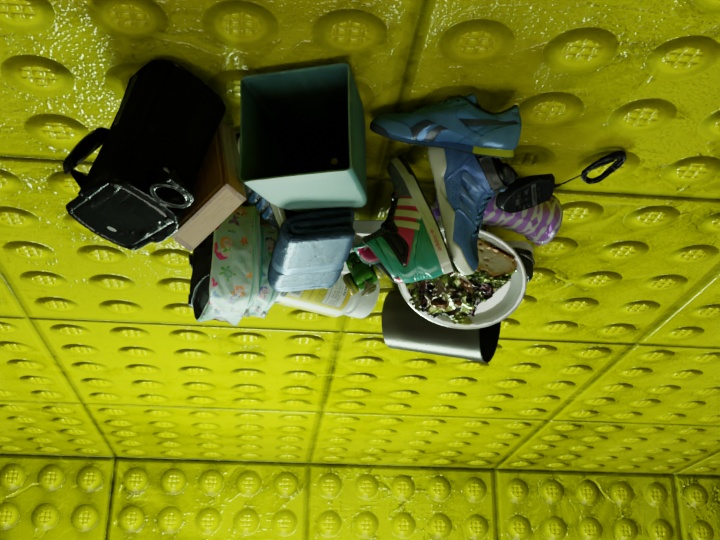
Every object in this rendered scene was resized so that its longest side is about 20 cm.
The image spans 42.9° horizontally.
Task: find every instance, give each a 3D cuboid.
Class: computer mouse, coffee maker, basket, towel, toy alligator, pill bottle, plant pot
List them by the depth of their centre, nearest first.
[{"bbox_3d":[-0.241,-0.145,1.116,0.192,0.200,0.135,-3,146,27],"label":"coffee maker"},{"bbox_3d":[-0.057,-0.154,1.199,0.141,0.142,0.200,-5,164,13],"label":"plant pot"},{"bbox_3d":[0.285,-0.134,1.315,0.199,0.034,0.059,-20,144,-3],"label":"computer mouse"},{"bbox_3d":[-0.073,-0.026,1.318,0.111,0.049,0.200,-6,159,-14],"label":"towel"},{"bbox_3d":[0.000,0.000,1.340,0.059,0.054,0.200,-31,-176,2],"label":"toy alligator"},{"bbox_3d":[-0.073,0.018,1.603,0.200,0.115,0.114,16,152,-30],"label":"pill bottle"},{"bbox_3d":[0.151,0.095,1.735,0.199,0.180,0.136,-1,124,22],"label":"basket"}]

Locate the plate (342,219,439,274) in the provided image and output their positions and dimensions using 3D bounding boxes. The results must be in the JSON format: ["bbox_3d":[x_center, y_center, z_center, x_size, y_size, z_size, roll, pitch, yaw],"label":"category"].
[{"bbox_3d":[0.010,-0.031,1.443,0.199,0.032,0.200,0,162,-9],"label":"plate"}]

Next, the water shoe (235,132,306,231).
[{"bbox_3d":[-0.140,-0.120,1.325,0.079,0.072,0.200,0,134,29],"label":"water shoe"}]

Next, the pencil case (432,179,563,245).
[{"bbox_3d":[0.207,-0.094,1.380,0.199,0.084,0.086,13,117,-22],"label":"pencil case"}]

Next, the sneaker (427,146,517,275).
[{"bbox_3d":[0.167,-0.098,1.269,0.111,0.201,0.077,-11,-174,14],"label":"sneaker"}]

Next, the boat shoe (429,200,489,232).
[{"bbox_3d":[0.177,-0.061,1.477,0.065,0.072,0.200,-28,141,20],"label":"boat shoe"}]

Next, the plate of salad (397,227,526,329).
[{"bbox_3d":[0.152,0.020,1.394,0.199,0.048,0.200,6,129,8],"label":"plate of salad"}]

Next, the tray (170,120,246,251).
[{"bbox_3d":[-0.200,-0.116,1.174,0.099,0.200,0.037,-42,122,15],"label":"tray"}]

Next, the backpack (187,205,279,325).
[{"bbox_3d":[-0.200,-0.013,1.458,0.150,0.178,0.200,3,158,-10],"label":"backpack"}]

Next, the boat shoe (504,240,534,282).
[{"bbox_3d":[0.176,0.003,1.445,0.199,0.060,0.074,-7,145,17],"label":"boat shoe"}]

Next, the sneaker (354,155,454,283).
[{"bbox_3d":[0.044,-0.061,1.290,0.120,0.200,0.084,-23,149,3],"label":"sneaker"}]

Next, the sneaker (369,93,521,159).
[{"bbox_3d":[0.112,-0.198,1.201,0.199,0.079,0.066,10,-165,16],"label":"sneaker"}]
